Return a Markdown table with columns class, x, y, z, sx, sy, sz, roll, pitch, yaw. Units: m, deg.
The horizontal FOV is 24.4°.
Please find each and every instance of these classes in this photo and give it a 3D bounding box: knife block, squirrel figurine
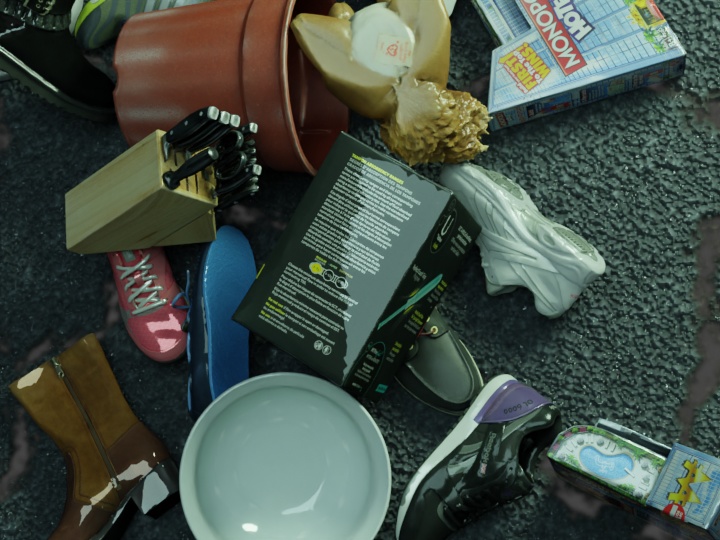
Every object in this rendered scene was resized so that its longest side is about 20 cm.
| class | x | y | z | sx | sy | sz | roll | pitch | yaw |
| --- | --- | --- | --- | --- | --- | --- | --- | --- | --- |
| knife block | -0.191 | -0.088 | 1.572 | 0.199 | 0.176 | 0.064 | -5 | 64 | -1 |
| squirrel figurine | 0.036 | -0.181 | 1.632 | 0.141 | 0.187 | 0.201 | -30 | 86 | -3 |

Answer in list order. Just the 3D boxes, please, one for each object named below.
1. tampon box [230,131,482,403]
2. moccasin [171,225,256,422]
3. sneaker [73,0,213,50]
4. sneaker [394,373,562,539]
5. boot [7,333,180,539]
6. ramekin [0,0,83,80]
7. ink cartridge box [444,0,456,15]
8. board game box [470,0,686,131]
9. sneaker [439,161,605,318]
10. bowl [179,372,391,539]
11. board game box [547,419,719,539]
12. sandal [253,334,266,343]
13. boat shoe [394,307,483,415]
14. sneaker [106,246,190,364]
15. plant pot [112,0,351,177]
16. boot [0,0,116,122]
| class | x | y | z | sx | sy | sz | roll | pitch | yaw |
| --- | --- | --- | --- | --- | --- | --- | --- | --- | --- |
| tampon box | 0.000 | 0.000 | 1.545 | 0.126 | 0.150 | 0.201 | 30 | 87 | 18 |
| moccasin | -0.152 | 0.053 | 1.646 | 0.068 | 0.080 | 0.201 | -20 | 56 | 44 |
| sneaker | -0.207 | -0.273 | 1.756 | 0.199 | 0.074 | 0.081 | -23 | 77 | 6 |
| sneaker | 0.112 | 0.196 | 1.564 | 0.087 | 0.076 | 0.200 | 30 | 83 | 39 |
| boot | -0.296 | 0.187 | 1.655 | 0.188 | 0.068 | 0.200 | -37 | 72 | -1 |
| ramekin | -0.405 | -0.312 | 1.785 | 0.201 | 0.094 | 0.204 | -2 | 75 | 10 |
| ink cartridge box | -0.001 | -0.342 | 1.686 | 0.199 | 0.146 | 0.084 | 18 | 80 | 20 |
| board game box | 0.192 | -0.239 | 1.682 | 0.199 | 0.062 | 0.201 | -29 | 73 | 1 |
| sneaker | 0.139 | -0.028 | 1.633 | 0.200 | 0.078 | 0.100 | 43 | 110 | 27 |
| bowl | -0.073 | 0.193 | 1.588 | 0.200 | 0.090 | 0.202 | 0 | 93 | -5 |
| board game box | 0.270 | 0.189 | 1.480 | 0.199 | 0.200 | 0.062 | 25 | 81 | 14 |
| sandal | -0.047 | -0.013 | 1.660 | 0.057 | 0.080 | 0.202 | 33 | 85 | -10 |
| boat shoe | 0.045 | 0.058 | 1.633 | 0.074 | 0.063 | 0.202 | -37 | 74 | -3 |
| sneaker | -0.228 | -0.001 | 1.680 | 0.073 | 0.087 | 0.201 | -21 | 74 | 5 |
| plant pot | -0.131 | -0.188 | 1.667 | 0.194 | 0.201 | 0.202 | -1 | 76 | 18 |
| boot | -0.301 | -0.259 | 1.696 | 0.158 | 0.211 | 0.080 | -51 | 31 | 12 |
